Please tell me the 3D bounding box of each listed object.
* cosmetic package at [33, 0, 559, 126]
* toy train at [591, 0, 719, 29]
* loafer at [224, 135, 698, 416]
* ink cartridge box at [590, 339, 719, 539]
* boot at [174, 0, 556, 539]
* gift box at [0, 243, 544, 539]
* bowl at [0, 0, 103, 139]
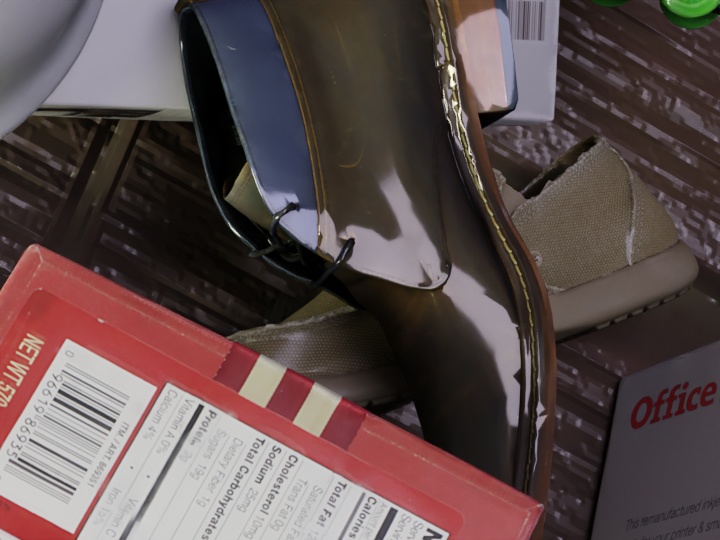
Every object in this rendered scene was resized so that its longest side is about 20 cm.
[{"bbox_3d":[-0.042,-0.073,0.933,0.200,0.083,0.051,0,95,-26],"label":"cosmetic package"},{"bbox_3d":[0.039,-0.130,0.966,0.200,0.042,0.056,16,89,8],"label":"toy train"},{"bbox_3d":[0.022,0.006,0.959,0.200,0.076,0.068,-18,83,-37],"label":"loafer"},{"bbox_3d":[0.164,0.132,0.953,0.144,0.147,0.200,20,70,-21],"label":"ink cartridge box"},{"bbox_3d":[0.000,0.000,0.869,0.097,0.075,0.200,-3,75,-17],"label":"boot"},{"bbox_3d":[-0.075,0.110,0.822,0.200,0.187,0.185,31,66,5],"label":"gift box"},{"bbox_3d":[-0.143,-0.130,0.793,0.201,0.090,0.201,9,70,-26],"label":"bowl"}]
